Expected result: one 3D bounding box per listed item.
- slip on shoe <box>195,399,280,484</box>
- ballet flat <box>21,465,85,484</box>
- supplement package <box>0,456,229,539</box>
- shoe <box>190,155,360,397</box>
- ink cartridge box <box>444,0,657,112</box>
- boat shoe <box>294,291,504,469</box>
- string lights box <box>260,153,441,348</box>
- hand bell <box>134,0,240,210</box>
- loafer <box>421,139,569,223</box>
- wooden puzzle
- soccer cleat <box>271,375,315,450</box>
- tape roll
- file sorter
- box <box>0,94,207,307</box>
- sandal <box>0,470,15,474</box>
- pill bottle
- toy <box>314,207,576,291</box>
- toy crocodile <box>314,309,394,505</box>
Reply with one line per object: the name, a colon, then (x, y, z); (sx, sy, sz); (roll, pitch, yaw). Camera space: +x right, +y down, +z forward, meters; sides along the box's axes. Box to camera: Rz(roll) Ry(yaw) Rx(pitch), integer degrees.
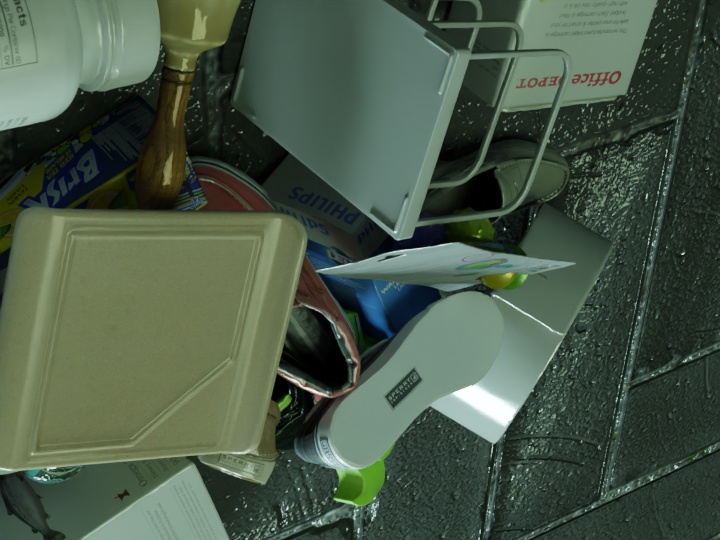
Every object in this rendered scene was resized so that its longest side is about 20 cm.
slip on shoe: (-0.103, 0.121, 1.308); (0.076, 0.200, 0.061); (19, 84, -10)
ballet flat: (-0.176, 0.067, 1.221); (0.200, 0.074, 0.074); (-60, 144, -21)
supplement package: (-0.222, 0.204, 1.303); (0.200, 0.117, 0.117); (-34, 138, -16)
shoe: (-0.068, 0.004, 1.229); (0.071, 0.091, 0.200); (-37, 107, 3)
ink cartridge box: (0.157, -0.232, 1.303); (0.145, 0.087, 0.200); (-9, 125, -35)
boat shoe: (0.029, 0.083, 1.292); (0.200, 0.068, 0.072); (-42, 108, -32)
string lights box: (0.000, 0.000, 1.334); (0.059, 0.103, 0.200); (-50, 143, -22)
hand bell: (-0.120, -0.122, 1.109); (0.104, 0.104, 0.200); (-3, 112, -39)
loafer: (0.100, -0.064, 1.402); (0.200, 0.070, 0.070); (-12, 129, -34)
wooden puzzle: (-0.146, 0.043, 1.128); (0.200, 0.037, 0.185); (1, 114, -30)
soccer cleat: (-0.078, 0.099, 1.370); (0.067, 0.081, 0.200); (-40, 139, -8)
tape roll: (0.135, 0.044, 1.438); (0.203, 0.071, 0.202); (-58, 176, -7)
file sorter: (0.027, -0.136, 1.185); (0.124, 0.200, 0.139); (-9, 127, -41)
box: (-0.210, -0.032, 1.164); (0.200, 0.064, 0.070); (-34, 138, -14)
sandal: (-0.238, 0.103, 1.255); (0.202, 0.083, 0.050); (-13, 172, -25)
pill bottle: (-0.229, -0.140, 1.020); (0.200, 0.114, 0.115); (-16, 131, -31)
toy: (0.065, -0.018, 1.236); (0.200, 0.115, 0.047); (14, 68, -58)
toy crocodile: (-0.013, 0.107, 1.366); (0.062, 0.067, 0.200); (-52, 148, -38)
